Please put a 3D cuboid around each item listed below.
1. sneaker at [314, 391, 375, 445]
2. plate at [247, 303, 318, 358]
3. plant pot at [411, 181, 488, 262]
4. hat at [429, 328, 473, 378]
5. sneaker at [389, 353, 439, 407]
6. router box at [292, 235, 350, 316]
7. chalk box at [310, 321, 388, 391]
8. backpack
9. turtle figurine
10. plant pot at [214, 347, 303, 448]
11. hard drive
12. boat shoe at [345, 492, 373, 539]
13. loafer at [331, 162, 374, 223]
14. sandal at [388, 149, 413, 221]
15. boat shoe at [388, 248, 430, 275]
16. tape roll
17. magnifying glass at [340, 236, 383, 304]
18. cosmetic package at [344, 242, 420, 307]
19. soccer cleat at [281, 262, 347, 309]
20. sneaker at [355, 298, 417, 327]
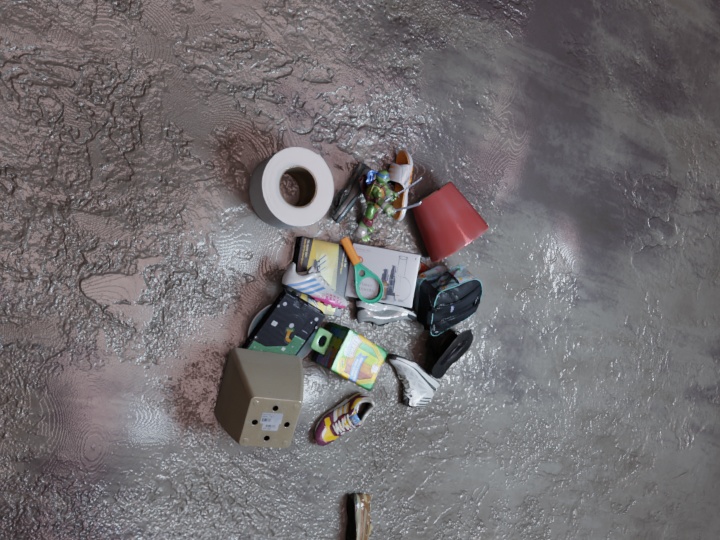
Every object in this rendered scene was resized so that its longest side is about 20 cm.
[{"bbox_3d":[-0.046,0.424,1.701,0.199,0.090,0.076,-41,107,-19],"label":"sneaker"},{"bbox_3d":[-0.211,0.169,1.627,0.196,0.026,0.204,-8,115,-19],"label":"plate"},{"bbox_3d":[0.254,-0.152,1.787,0.199,0.200,0.179,-33,93,-21],"label":"plant pot"},{"bbox_3d":[0.259,0.234,1.828,0.200,0.202,0.081,-41,63,-19],"label":"hat"},{"bbox_3d":[0.146,0.342,1.797,0.200,0.075,0.117,38,74,-23],"label":"sneaker"},{"bbox_3d":[-0.117,0.018,1.679,0.154,0.052,0.205,10,87,-25],"label":"router box"},{"bbox_3d":[-0.046,0.228,1.663,0.199,0.123,0.127,32,78,-31],"label":"chalk box"},{"bbox_3d":[0.261,0.077,1.791,0.196,0.154,0.179,-16,128,-20],"label":"backpack"},{"bbox_3d":[0.073,-0.172,1.676,0.197,0.145,0.196,10,128,-29],"label":"turtle figurine"},{"bbox_3d":[-0.246,0.340,1.526,0.196,0.177,0.204,11,107,-24],"label":"plant pot"},{"bbox_3d":[-0.204,0.161,1.587,0.139,0.038,0.201,31,100,-30],"label":"hard drive"},{"bbox_3d":[0.004,0.749,1.741,0.072,0.075,0.205,1,91,-28],"label":"boat shoe"},{"bbox_3d":[-0.031,-0.224,1.716,0.062,0.072,0.201,36,68,-1],"label":"loafer"},{"bbox_3d":[0.107,-0.253,1.764,0.058,0.079,0.212,4,91,-31],"label":"sandal"},{"bbox_3d":[0.141,-0.013,1.796,0.197,0.062,0.073,24,79,-25],"label":"boat shoe"},{"bbox_3d":[-0.186,-0.216,1.595,0.199,0.139,0.208,0,91,-25],"label":"tape roll"},{"bbox_3d":[0.000,0.000,1.677,0.079,0.022,0.203,-27,92,6],"label":"magnifying glass"},{"bbox_3d":[0.063,0.012,1.711,0.196,0.052,0.154,10,94,2],"label":"cosmetic package"},{"bbox_3d":[-0.114,0.040,1.611,0.197,0.070,0.088,21,88,-23],"label":"soccer cleat"},{"bbox_3d":[0.074,0.130,1.768,0.196,0.074,0.081,9,97,-19],"label":"sneaker"}]
